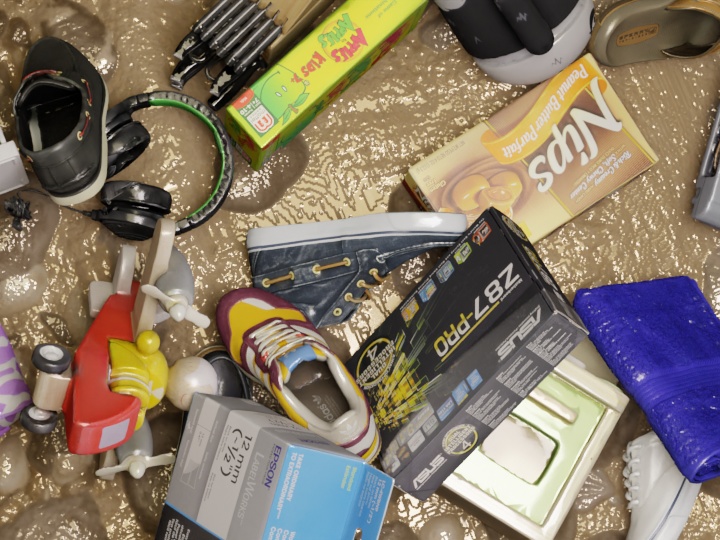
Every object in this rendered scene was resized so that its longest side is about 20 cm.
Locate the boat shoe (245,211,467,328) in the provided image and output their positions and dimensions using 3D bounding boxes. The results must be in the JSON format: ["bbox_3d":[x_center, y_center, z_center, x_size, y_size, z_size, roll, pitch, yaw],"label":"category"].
[{"bbox_3d":[0.000,0.000,1.627,0.198,0.071,0.092,-6,89,17],"label":"boat shoe"}]

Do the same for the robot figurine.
[{"bbox_3d":[0.124,-0.256,1.635,0.201,0.124,0.151,54,51,-29],"label":"robot figurine"}]

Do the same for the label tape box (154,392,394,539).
[{"bbox_3d":[-0.072,0.192,1.456,0.066,0.199,0.145,13,96,-38],"label":"label tape box"}]

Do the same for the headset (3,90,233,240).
[{"bbox_3d":[-0.206,-0.082,1.618,0.198,0.094,0.125,-19,84,-3],"label":"headset"}]

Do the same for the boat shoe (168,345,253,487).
[{"bbox_3d":[-0.125,0.164,1.609,0.074,0.062,0.203,4,83,-7],"label":"boat shoe"}]

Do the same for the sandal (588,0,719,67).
[{"bbox_3d":[0.298,-0.223,1.690,0.198,0.081,0.054,-20,40,-17],"label":"sandal"}]

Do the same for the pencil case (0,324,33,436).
[{"bbox_3d":[-0.345,0.051,1.589,0.083,0.086,0.202,-25,86,-5],"label":"pencil case"}]

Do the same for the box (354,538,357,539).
[{"bbox_3d":[0.018,0.290,1.562,0.198,0.148,0.105,22,80,-3],"label":"box"}]

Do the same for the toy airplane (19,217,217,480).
[{"bbox_3d":[-0.181,0.072,1.550,0.140,0.200,0.201,19,76,3],"label":"toy airplane"}]

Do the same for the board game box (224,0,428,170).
[{"bbox_3d":[-0.031,-0.178,1.647,0.200,0.102,0.048,-43,88,-10],"label":"board game box"}]

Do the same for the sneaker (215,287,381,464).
[{"bbox_3d":[-0.054,0.072,1.538,0.075,0.090,0.200,-38,61,-13],"label":"sneaker"}]

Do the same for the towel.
[{"bbox_3d":[0.281,0.086,1.602,0.147,0.050,0.201,-3,48,-41],"label":"towel"}]

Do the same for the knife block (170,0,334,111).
[{"bbox_3d":[-0.082,-0.229,1.678,0.064,0.176,0.200,44,35,1],"label":"knife block"}]

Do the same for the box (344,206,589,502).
[{"bbox_3d":[0.081,0.068,1.555,0.049,0.162,0.200,33,108,-35],"label":"box"}]

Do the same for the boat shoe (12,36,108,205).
[{"bbox_3d":[-0.254,-0.141,1.586,0.073,0.063,0.202,-22,41,5],"label":"boat shoe"}]

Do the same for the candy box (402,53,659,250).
[{"bbox_3d":[0.151,-0.089,1.677,0.199,0.055,0.116,-32,86,-10],"label":"candy box"}]

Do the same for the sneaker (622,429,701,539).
[{"bbox_3d":[0.259,0.179,1.647,0.070,0.073,0.201,28,70,1],"label":"sneaker"}]

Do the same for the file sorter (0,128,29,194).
[{"bbox_3d":[-0.395,-0.105,1.576,0.198,0.139,0.126,-21,87,-9],"label":"file sorter"}]

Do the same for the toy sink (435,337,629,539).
[{"bbox_3d":[0.145,0.119,1.618,0.130,0.112,0.201,32,80,-1],"label":"toy sink"}]

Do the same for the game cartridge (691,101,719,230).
[{"bbox_3d":[0.379,-0.122,1.694,0.132,0.041,0.202,18,86,-19],"label":"game cartridge"}]
